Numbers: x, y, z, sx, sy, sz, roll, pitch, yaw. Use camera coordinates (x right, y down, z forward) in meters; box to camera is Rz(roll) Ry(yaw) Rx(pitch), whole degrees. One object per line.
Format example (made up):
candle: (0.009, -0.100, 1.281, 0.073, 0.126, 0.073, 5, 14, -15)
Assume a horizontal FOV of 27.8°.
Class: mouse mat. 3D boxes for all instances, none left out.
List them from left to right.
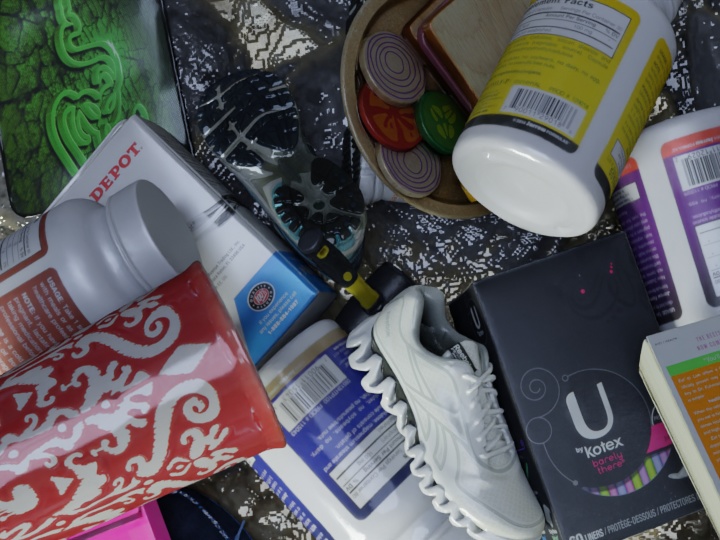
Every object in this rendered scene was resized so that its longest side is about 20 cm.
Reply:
mouse mat: (-0.226, -0.155, 1.178, 0.159, 0.008, 0.202, -13, 85, 7)

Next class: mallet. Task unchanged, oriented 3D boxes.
mallet: (0.000, 0.000, 1.041, 0.041, 0.200, 0.066, 41, 81, 22)

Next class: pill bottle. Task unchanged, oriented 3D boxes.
pill bottle: (-0.215, 0.021, 1.027, 0.199, 0.112, 0.113, -29, 82, 13)
pill bottle: (0.002, 0.146, 1.066, 0.120, 0.120, 0.200, -44, 82, 3)
pill bottle: (0.152, -0.133, 1.005, 0.110, 0.112, 0.201, 26, 70, 9)
pill bottle: (0.253, -0.007, 1.046, 0.110, 0.111, 0.202, -16, 84, 6)

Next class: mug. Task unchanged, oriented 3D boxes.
mug: (-0.161, 0.110, 0.956, 0.198, 0.178, 0.134, -26, 56, -9)

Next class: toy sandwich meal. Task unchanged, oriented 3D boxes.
toy sandwich meal: (0.079, -0.137, 1.063, 0.203, 0.070, 0.208, 6, 78, -29)

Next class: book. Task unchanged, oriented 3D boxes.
book: (0.277, 0.116, 0.918, 0.132, 0.048, 0.201, -17, 59, -6)

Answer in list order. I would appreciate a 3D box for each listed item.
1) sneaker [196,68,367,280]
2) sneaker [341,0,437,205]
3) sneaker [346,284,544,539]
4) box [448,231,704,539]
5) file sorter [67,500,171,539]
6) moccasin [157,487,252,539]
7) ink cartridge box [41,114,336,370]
sneaker: (-0.062, -0.069, 1.114, 0.077, 0.087, 0.201, -28, 58, -10)
sneaker: (0.030, -0.147, 1.118, 0.079, 0.074, 0.203, 3, 86, -13)
sneaker: (0.068, 0.100, 1.004, 0.081, 0.075, 0.201, -46, 68, 32)
box: (0.157, 0.091, 1.044, 0.121, 0.106, 0.202, -19, 83, -9)
file sorter: (-0.228, 0.207, 1.061, 0.139, 0.125, 0.202, -30, 79, 48)
moccasin: (-0.096, 0.247, 1.098, 0.080, 0.068, 0.200, -40, 81, 3)
ink cartridge box: (-0.140, 0.002, 1.112, 0.200, 0.084, 0.146, 44, 97, 9)
